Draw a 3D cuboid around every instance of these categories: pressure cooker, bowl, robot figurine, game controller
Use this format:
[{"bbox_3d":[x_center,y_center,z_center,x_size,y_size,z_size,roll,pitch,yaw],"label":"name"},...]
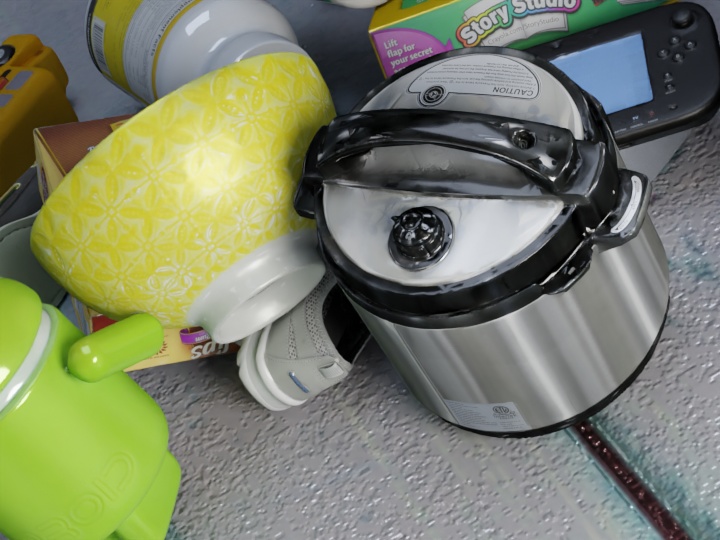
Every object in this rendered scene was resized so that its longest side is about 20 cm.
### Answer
[{"bbox_3d":[0.071,-0.023,1.294,0.175,0.200,0.179,-31,50,3],"label":"pressure cooker"},{"bbox_3d":[-0.081,-0.024,1.371,0.199,0.200,0.108,-33,75,-9],"label":"bowl"},{"bbox_3d":[-0.190,0.086,1.341,0.175,0.200,0.116,-27,31,32],"label":"robot figurine"},{"bbox_3d":[0.127,-0.105,1.453,0.199,0.042,0.105,-17,36,14],"label":"game controller"}]

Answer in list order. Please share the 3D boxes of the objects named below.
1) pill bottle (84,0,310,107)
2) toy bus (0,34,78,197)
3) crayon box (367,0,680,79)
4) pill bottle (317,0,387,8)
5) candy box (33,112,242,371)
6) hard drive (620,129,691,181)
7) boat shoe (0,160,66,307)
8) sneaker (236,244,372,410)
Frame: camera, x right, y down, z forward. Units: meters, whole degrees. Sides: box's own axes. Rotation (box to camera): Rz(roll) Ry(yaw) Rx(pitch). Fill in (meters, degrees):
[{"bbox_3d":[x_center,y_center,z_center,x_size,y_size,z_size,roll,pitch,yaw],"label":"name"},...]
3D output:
[{"bbox_3d":[-0.111,-0.154,1.684,0.112,0.112,0.200,-36,36,-14],"label":"pill bottle"},{"bbox_3d":[-0.277,-0.092,1.751,0.078,0.065,0.200,3,44,35],"label":"toy bus"},{"bbox_3d":[0.111,-0.191,1.597,0.199,0.059,0.173,-19,17,11],"label":"crayon box"},{"bbox_3d":[-0.056,-0.250,1.627,0.199,0.114,0.113,18,54,45],"label":"pill bottle"},{"bbox_3d":[-0.139,-0.024,1.530,0.116,0.057,0.200,-10,40,-14],"label":"candy box"},{"bbox_3d":[0.127,-0.078,1.494,0.134,0.042,0.200,13,50,42],"label":"hard drive"},{"bbox_3d":[-0.231,-0.019,1.627,0.060,0.072,0.201,-2,34,36],"label":"boat shoe"},{"bbox_3d":[0.000,0.000,1.443,0.082,0.075,0.201,-10,48,42],"label":"sneaker"}]
